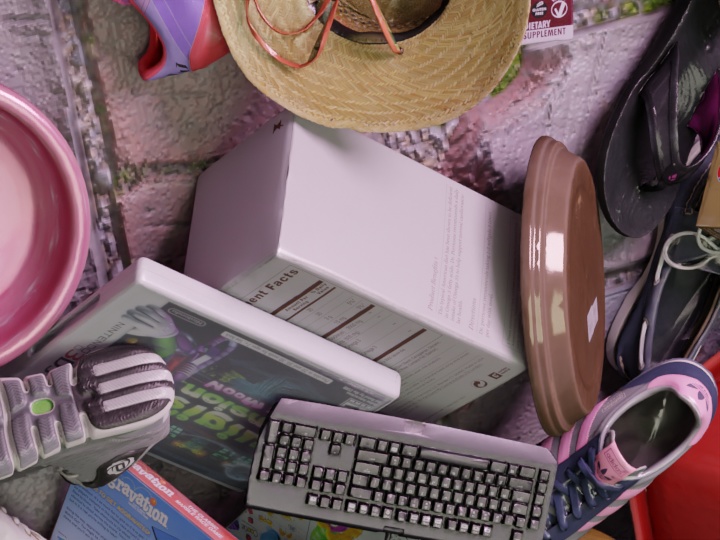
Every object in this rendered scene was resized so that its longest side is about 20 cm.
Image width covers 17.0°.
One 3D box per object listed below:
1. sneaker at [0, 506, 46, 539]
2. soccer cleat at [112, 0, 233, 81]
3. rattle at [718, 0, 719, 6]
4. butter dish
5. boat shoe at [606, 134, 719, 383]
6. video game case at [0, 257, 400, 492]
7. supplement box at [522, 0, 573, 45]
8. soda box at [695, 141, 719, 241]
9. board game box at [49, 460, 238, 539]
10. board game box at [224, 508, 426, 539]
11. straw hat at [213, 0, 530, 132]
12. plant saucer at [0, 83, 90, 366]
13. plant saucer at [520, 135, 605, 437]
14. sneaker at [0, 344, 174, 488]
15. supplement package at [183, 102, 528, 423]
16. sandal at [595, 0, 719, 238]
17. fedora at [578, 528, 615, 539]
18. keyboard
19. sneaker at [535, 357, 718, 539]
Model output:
[{"bbox_3d":[-0.250,0.174,1.585,0.085,0.073,0.200,-33,116,-40],"label":"sneaker"},{"bbox_3d":[-0.135,-0.209,1.475,0.076,0.067,0.200,-27,120,-5],"label":"soccer cleat"},{"bbox_3d":[0.217,-0.208,1.579,0.143,0.130,0.200,-9,114,-23],"label":"rattle"},{"bbox_3d":[0.299,0.163,1.717,0.200,0.148,0.200,-34,125,-36],"label":"butter dish"},{"bbox_3d":[0.236,-0.006,1.699,0.075,0.062,0.200,22,101,-28],"label":"boat shoe"},{"bbox_3d":[-0.106,0.073,1.552,0.200,0.023,0.182,25,142,-28],"label":"video game case"},{"bbox_3d":[0.077,-0.244,1.544,0.109,0.061,0.200,-10,112,-17],"label":"supplement box"},{"bbox_3d":[0.319,-0.025,1.682,0.200,0.068,0.064,27,73,-45],"label":"soda box"},{"bbox_3d":[-0.119,0.201,1.565,0.019,0.200,0.103,-18,137,-51],"label":"board game box"},{"bbox_3d":[-0.036,0.214,1.634,0.200,0.105,0.103,-42,154,-2],"label":"board game box"},{"bbox_3d":[0.015,-0.185,1.481,0.201,0.085,0.202,6,111,15],"label":"straw hat"},{"bbox_3d":[-0.269,-0.030,1.492,0.200,0.051,0.201,-5,109,-16],"label":"plant saucer"},{"bbox_3d":[0.136,0.010,1.598,0.029,0.200,0.201,-2,115,13],"label":"plant saucer"},{"bbox_3d":[-0.212,0.112,1.520,0.199,0.075,0.116,-9,153,-4],"label":"sneaker"},{"bbox_3d":[0.000,0.000,1.554,0.200,0.117,0.117,26,143,-27],"label":"supplement package"},{"bbox_3d":[0.219,-0.116,1.641,0.075,0.048,0.201,22,92,-33],"label":"sandal"},{"bbox_3d":[0.105,0.250,1.736,0.200,0.082,0.201,-6,115,-13],"label":"fedora"},{"bbox_3d":[0.022,0.159,1.553,0.200,0.021,0.127,11,97,-12],"label":"keyboard"},{"bbox_3d":[0.154,0.133,1.619,0.200,0.082,0.070,-44,89,9],"label":"sneaker"}]
